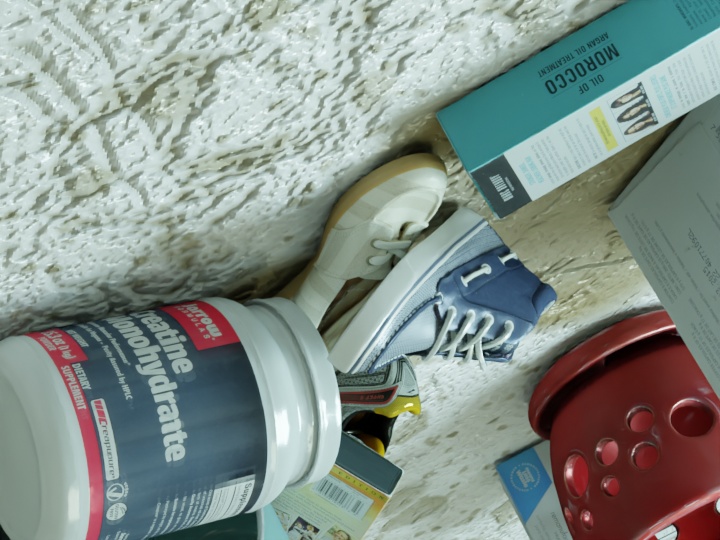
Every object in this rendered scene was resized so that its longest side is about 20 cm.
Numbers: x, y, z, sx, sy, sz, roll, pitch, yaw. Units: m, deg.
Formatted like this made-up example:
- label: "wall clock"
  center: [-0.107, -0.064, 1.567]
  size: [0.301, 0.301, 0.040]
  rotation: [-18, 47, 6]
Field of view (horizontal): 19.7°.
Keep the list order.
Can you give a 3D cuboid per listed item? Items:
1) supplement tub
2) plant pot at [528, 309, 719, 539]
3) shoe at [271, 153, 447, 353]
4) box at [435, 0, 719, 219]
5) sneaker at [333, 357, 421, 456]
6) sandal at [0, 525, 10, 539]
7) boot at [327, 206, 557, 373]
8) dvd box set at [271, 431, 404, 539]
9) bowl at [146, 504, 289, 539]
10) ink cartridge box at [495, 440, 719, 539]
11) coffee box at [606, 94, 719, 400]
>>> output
- label: "supplement tub"
  center: [-0.128, 0.094, 1.290]
  size: [0.200, 0.140, 0.140]
  rotation: [-12, 151, -29]
- label: "plant pot"
  center: [0.244, 0.143, 1.684]
  size: [0.200, 0.183, 0.200]
  rotation: [-22, 155, -11]
- label: "shoe"
  center: [0.000, 0.000, 1.336]
  size: [0.070, 0.053, 0.200]
  rotation: [-3, 145, -41]
- label: "box"
  center: [0.151, -0.113, 1.274]
  size: [0.200, 0.049, 0.082]
  rotation: [-30, 154, 6]
- label: "sneaker"
  center: [-0.030, 0.121, 1.501]
  size: [0.078, 0.082, 0.200]
  rotation: [-3, 146, -42]
- label: "sandal"
  center: [-0.286, 0.179, 1.382]
  size: [0.200, 0.075, 0.048]
  rotation: [-29, 162, -17]
- label: "boot"
  center: [0.059, 0.029, 1.308]
  size: [0.073, 0.090, 0.200]
  rotation: [-54, 173, 36]
- label: "dvd box set"
  center: [-0.067, 0.165, 1.498]
  size: [0.029, 0.146, 0.200]
  rotation: [-58, 178, -41]
- label: "bowl"
  center: [-0.122, 0.220, 1.440]
  size: [0.201, 0.201, 0.105]
  rotation: [-34, 139, 15]
- label: "ink cartridge box"
  center: [0.235, 0.184, 1.831]
  size: [0.200, 0.116, 0.068]
  rotation: [-27, 156, -2]
- label: "coffee box"
  center: [0.334, -0.033, 1.423]
  size: [0.198, 0.200, 0.200]
  rotation: [-7, 148, -36]
